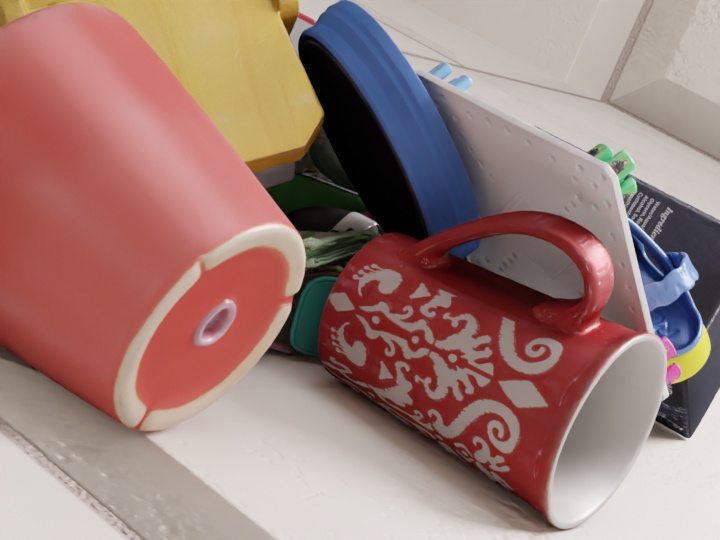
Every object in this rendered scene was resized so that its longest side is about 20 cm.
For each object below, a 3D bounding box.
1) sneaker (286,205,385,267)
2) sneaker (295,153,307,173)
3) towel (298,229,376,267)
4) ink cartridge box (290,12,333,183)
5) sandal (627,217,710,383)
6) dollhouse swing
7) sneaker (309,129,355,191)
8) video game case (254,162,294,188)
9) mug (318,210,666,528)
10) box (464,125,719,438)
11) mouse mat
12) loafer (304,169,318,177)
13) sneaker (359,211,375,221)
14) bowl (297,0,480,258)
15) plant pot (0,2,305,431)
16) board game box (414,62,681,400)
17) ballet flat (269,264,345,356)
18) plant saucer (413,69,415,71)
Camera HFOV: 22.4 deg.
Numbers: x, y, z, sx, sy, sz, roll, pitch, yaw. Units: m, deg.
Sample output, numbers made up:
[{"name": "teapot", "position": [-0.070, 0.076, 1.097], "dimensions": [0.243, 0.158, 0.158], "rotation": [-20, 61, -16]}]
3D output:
[{"name": "sneaker", "position": [0.000, 0.000, 1.352], "dimensions": [0.199, 0.074, 0.088], "rotation": [32, 2, 33]}, {"name": "sneaker", "position": [-0.102, -0.119, 1.402], "dimensions": [0.111, 0.078, 0.200], "rotation": [-3, 15, -10]}, {"name": "towel", "position": [-0.103, -0.026, 1.275], "dimensions": [0.198, 0.024, 0.152], "rotation": [4, 6, 16]}, {"name": "ink cartridge box", "position": [-0.081, -0.159, 1.637], "dimensions": [0.144, 0.084, 0.200], "rotation": [28, -18, 16]}, {"name": "sandal", "position": [0.174, -0.016, 1.277], "dimensions": [0.200, 0.079, 0.087], "rotation": [44, -22, 25]}, {"name": "dollhouse swing", "position": [-0.138, -0.117, 1.285], "dimensions": [0.198, 0.177, 0.182], "rotation": [-17, -13, -17]}, {"name": "sneaker", "position": [0.033, -0.068, 1.609], "dimensions": [0.200, 0.076, 0.091], "rotation": [39, 11, -39]}, {"name": "video game case", "position": [-0.178, -0.075, 1.288], "dimensions": [0.181, 0.023, 0.199], "rotation": [20, 26, 36]}, {"name": "mug", "position": [0.089, 0.043, 1.182], "dimensions": [0.199, 0.179, 0.133], "rotation": [27, 6, 31]}, {"name": "box", "position": [0.198, 0.013, 1.423], "dimensions": [0.199, 0.118, 0.197], "rotation": [28, -13, 20]}, {"name": "mouse mat", "position": [-0.010, -0.044, 1.502], "dimensions": [0.160, 0.008, 0.200], "rotation": [20, -11, -14]}, {"name": "loafer", "position": [-0.119, -0.111, 1.576], "dimensions": [0.199, 0.070, 0.075], "rotation": [20, 1, -19]}, {"name": "sneaker", "position": [0.057, 0.026, 1.421], "dimensions": [0.199, 0.079, 0.095], "rotation": [34, -3, 31]}, {"name": "bowl", "position": [0.016, -0.093, 1.285], "dimensions": [0.201, 0.039, 0.201], "rotation": [58, -11, 18]}, {"name": "plant pot", "position": [-0.139, -0.019, 1.020], "dimensions": [0.177, 0.201, 0.200], "rotation": [40, 19, 23]}, {"name": "board game box", "position": [0.126, -0.029, 1.214], "dimensions": [0.026, 0.201, 0.200], "rotation": [-35, 41, -20]}, {"name": "ballet flat", "position": [-0.063, 0.021, 1.227], "dimensions": [0.071, 0.070, 0.199], "rotation": [31, 19, 36]}, {"name": "plant saucer", "position": [0.041, -0.128, 1.669], "dimensions": [0.200, 0.032, 0.201], "rotation": [39, -15, 12]}]
